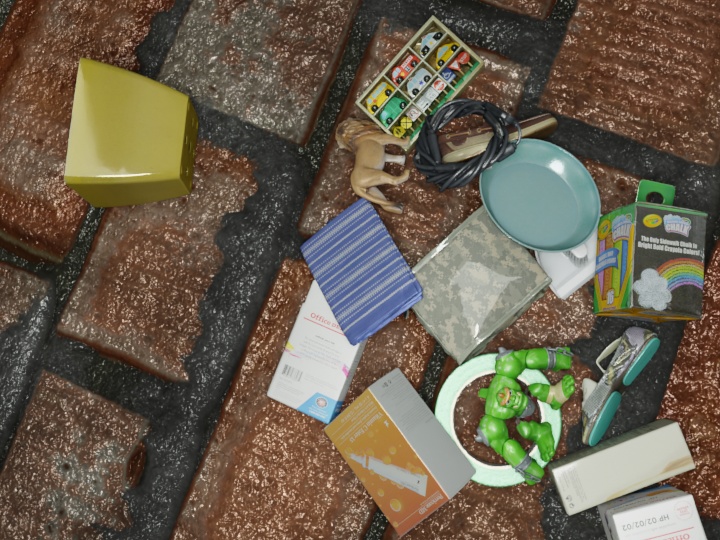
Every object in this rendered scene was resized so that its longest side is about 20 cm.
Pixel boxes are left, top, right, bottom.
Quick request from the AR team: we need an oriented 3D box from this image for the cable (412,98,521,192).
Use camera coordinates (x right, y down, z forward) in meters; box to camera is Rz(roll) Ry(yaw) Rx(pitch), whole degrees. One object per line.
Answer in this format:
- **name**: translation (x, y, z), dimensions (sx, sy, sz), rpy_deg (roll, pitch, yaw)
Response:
- **cable**: translation (0.156, -0.200, 1.352), dimensions (0.163, 0.051, 0.200), rpy_deg (-45, 39, 2)

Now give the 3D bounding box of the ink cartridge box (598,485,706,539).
- **ink cartridge box**: translation (0.412, 0.358, 1.218), dimensions (0.113, 0.200, 0.069), rpy_deg (-17, 80, 5)

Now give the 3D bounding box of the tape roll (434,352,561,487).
- **tape roll**: translation (0.214, 0.233, 1.350), dimensions (0.195, 0.048, 0.206), rpy_deg (-1, 81, 9)

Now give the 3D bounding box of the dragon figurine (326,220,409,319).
- **dragon figurine**: translation (0.009, 0.003, 1.407), dimensions (0.098, 0.059, 0.203), rpy_deg (-24, 79, 4)

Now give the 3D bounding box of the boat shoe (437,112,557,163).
- **boat shoe**: translation (0.220, -0.227, 1.405), dimensions (0.196, 0.072, 0.074), rpy_deg (-19, 78, 13)

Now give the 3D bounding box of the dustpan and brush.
- **dustpan and brush**: translation (0.312, -0.075, 1.373), dimensions (0.139, 0.057, 0.201), rpy_deg (-37, 76, 1)

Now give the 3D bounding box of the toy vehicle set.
- **toy vehicle set**: translation (0.101, -0.313, 1.455), dimensions (0.124, 0.027, 0.200), rpy_deg (42, 90, 11)

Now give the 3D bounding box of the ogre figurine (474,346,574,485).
- **ogre figurine**: translation (0.241, 0.203, 1.283), dimensions (0.117, 0.098, 0.204), rpy_deg (18, 100, -7)

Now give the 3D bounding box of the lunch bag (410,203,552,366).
- **lunch bag**: translation (0.172, 0.029, 1.346), dimensions (0.199, 0.118, 0.165), rpy_deg (-38, 76, -7)

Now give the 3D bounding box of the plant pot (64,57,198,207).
- **plant pot**: translation (-0.369, -0.215, 1.435), dimensions (0.172, 0.200, 0.205), rpy_deg (6, 82, -3)

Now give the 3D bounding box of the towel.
- **towel**: translation (0.000, 0.000, 1.348), dimensions (0.144, 0.024, 0.202), rpy_deg (-36, 62, 12)

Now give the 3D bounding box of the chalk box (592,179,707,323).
- **chalk box**: translation (0.437, -0.031, 1.303), dimensions (0.122, 0.124, 0.205), rpy_deg (8, 81, -10)

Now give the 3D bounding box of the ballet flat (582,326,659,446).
- **ballet flat**: translation (0.384, 0.173, 1.333), dimensions (0.071, 0.072, 0.202), rpy_deg (33, 87, 11)

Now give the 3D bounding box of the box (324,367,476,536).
- **box**: translation (0.059, 0.276, 1.317), dimensions (0.201, 0.097, 0.125), rpy_deg (52, 124, 11)

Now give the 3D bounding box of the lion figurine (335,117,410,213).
- **lion figurine**: translation (0.016, -0.172, 1.385), dimensions (0.120, 0.073, 0.202), rpy_deg (9, 42, -6)

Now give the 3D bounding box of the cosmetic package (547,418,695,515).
- **cosmetic package**: translation (0.385, 0.292, 1.289), dimensions (0.196, 0.105, 0.072), rpy_deg (-22, 81, 6)

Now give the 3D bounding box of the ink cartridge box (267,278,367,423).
- **ink cartridge box**: translation (-0.058, 0.130, 1.393), dimensions (0.113, 0.068, 0.204), rpy_deg (22, 86, 11)

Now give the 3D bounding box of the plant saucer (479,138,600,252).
- **plant saucer**: translation (0.272, -0.110, 1.326), dimensions (0.195, 0.036, 0.204), rpy_deg (5, 62, -10)
